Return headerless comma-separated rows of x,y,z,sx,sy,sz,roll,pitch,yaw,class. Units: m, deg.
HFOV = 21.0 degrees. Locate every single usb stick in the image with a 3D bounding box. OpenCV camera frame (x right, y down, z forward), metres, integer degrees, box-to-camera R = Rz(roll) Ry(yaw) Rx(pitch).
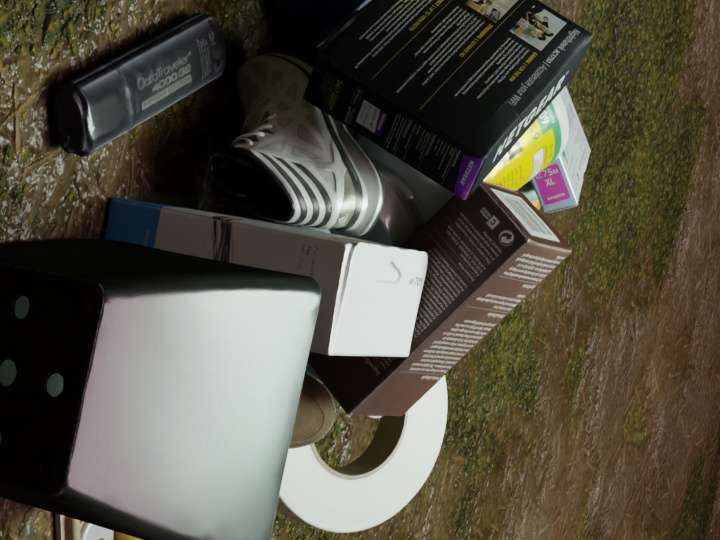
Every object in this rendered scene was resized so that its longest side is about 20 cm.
-0.156,-0.136,1.399,0.200,0.033,0.056,-41,129,-55,usb stick

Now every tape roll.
-0.013,0.121,1.649,0.202,0.037,0.203,-6,99,-37,tape roll

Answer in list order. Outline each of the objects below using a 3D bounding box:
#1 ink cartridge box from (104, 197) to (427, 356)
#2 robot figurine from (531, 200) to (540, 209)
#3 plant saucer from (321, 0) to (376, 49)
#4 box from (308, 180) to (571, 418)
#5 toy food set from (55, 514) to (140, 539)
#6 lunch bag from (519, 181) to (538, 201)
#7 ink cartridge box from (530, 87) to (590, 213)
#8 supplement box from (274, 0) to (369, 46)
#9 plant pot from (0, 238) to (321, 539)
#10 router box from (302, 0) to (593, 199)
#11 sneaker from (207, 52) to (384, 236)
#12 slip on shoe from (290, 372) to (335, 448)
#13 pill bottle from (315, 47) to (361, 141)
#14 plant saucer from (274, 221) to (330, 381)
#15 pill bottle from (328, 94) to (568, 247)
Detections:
-0.072,0.005,1.437,0.146,0.200,0.086,7,95,-64,ink cartridge box
0.151,-0.088,1.905,0.200,0.058,0.145,-64,-167,-16,robot figurine
0.028,-0.241,1.618,0.200,0.032,0.201,14,64,-31,plant saucer
0.059,0.024,1.510,0.200,0.075,0.100,-46,158,15,box
-0.167,0.221,1.492,0.143,0.060,0.200,-36,132,-58,toy food set
0.104,-0.160,1.777,0.160,0.077,0.200,16,59,-64,lunch bag
0.152,-0.165,1.738,0.119,0.042,0.200,-66,139,-61,ink cartridge box
0.010,-0.289,1.532,0.110,0.109,0.200,47,52,-8,supplement box
-0.171,0.075,1.279,0.177,0.199,0.201,16,85,-55,plant pot
0.070,-0.158,1.493,0.200,0.149,0.051,-47,166,-43,router box
-0.072,-0.105,1.477,0.115,0.201,0.076,3,127,-37,sneaker
-0.083,0.100,1.508,0.076,0.061,0.200,-48,137,4,slip on shoe
0.010,-0.093,1.689,0.113,0.113,0.201,-24,121,-62,pill bottle
0.000,0.000,1.607,0.200,0.027,0.201,-1,93,-35,plant saucer
0.065,-0.087,1.564,0.200,0.113,0.113,-37,137,-28,pill bottle
